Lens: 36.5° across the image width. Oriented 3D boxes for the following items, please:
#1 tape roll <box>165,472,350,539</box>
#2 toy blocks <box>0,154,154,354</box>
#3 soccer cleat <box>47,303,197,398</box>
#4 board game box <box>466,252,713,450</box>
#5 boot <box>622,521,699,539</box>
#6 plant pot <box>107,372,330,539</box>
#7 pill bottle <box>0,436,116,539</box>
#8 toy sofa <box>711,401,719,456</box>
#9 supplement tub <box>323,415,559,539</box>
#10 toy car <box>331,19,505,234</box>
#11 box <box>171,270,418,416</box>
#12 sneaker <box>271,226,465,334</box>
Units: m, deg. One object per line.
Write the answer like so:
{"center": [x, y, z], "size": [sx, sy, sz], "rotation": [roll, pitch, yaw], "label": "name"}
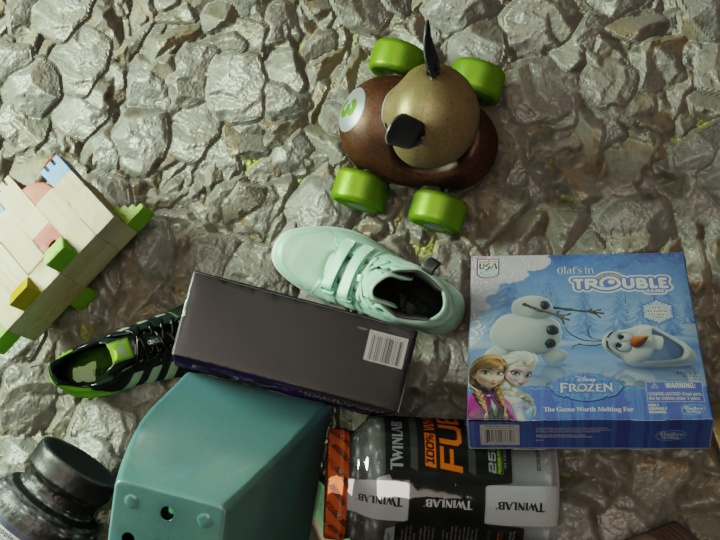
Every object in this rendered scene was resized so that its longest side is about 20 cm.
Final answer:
{"center": [-0.099, 0.273, 1.029], "size": [0.198, 0.048, 0.202], "rotation": [-1, 81, 8], "label": "tape roll"}
{"center": [-0.325, -0.034, 1.093], "size": [0.200, 0.100, 0.137], "rotation": [-46, 67, 0], "label": "toy blocks"}
{"center": [-0.204, 0.077, 1.056], "size": [0.198, 0.081, 0.068], "rotation": [-21, 79, 5], "label": "soccer cleat"}
{"center": [0.195, 0.066, 0.963], "size": [0.198, 0.044, 0.200], "rotation": [-1, 42, 8], "label": "board game box"}
{"center": [0.266, 0.303, 0.924], "size": [0.146, 0.071, 0.200], "rotation": [-34, 35, -15], "label": "boot"}
{"center": [-0.124, 0.191, 0.902], "size": [0.140, 0.200, 0.143], "rotation": [11, 102, 10], "label": "plant pot"}
{"center": [-0.320, 0.264, 1.030], "size": [0.111, 0.112, 0.201], "rotation": [33, 87, 12], "label": "pill bottle"}
{"center": [0.373, 0.197, 0.951], "size": [0.097, 0.083, 0.202], "rotation": [-16, 79, -8], "label": "toy sofa"}
{"center": [0.067, 0.192, 0.962], "size": [0.198, 0.123, 0.124], "rotation": [3, 82, -3], "label": "supplement tub"}
{"center": [0.046, -0.141, 0.991], "size": [0.156, 0.200, 0.166], "rotation": [15, 84, 10], "label": "toy car"}
{"center": [-0.063, 0.070, 0.980], "size": [0.198, 0.141, 0.080], "rotation": [15, 82, -6], "label": "box"}
{"center": [0.000, 0.000, 1.019], "size": [0.199, 0.118, 0.074], "rotation": [20, 86, 12], "label": "sneaker"}
